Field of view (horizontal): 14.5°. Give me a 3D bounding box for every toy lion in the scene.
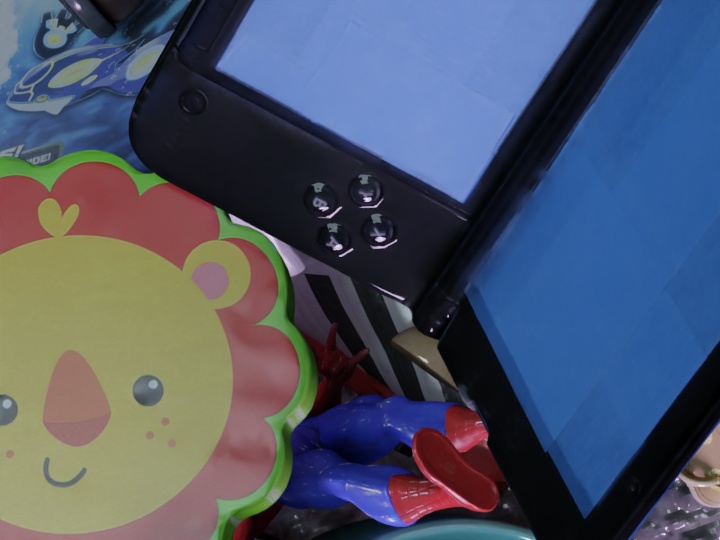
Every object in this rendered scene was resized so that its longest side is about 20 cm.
[{"bbox_3d":[-0.108,0.064,0.863,0.200,0.069,0.192,-14,80,1],"label":"toy lion"}]

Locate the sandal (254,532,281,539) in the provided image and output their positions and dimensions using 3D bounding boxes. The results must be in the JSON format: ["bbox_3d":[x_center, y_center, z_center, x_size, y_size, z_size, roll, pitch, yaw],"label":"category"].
[{"bbox_3d":[-0.027,0.187,1.025,0.075,0.045,0.200,-18,87,21],"label":"sandal"}]

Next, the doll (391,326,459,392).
[{"bbox_3d":[0.102,-0.031,0.947,0.136,0.048,0.200,37,86,-2],"label":"doll"}]

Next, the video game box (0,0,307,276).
[{"bbox_3d":[-0.109,-0.054,0.987,0.200,0.047,0.182,-16,43,20],"label":"video game box"}]

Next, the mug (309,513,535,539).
[{"bbox_3d":[0.029,0.170,0.957,0.152,0.114,0.185,-43,99,-15],"label":"mug"}]

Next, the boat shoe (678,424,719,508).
[{"bbox_3d":[0.128,0.047,0.903,0.200,0.074,0.066,33,93,-17],"label":"boat shoe"}]

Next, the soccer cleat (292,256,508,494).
[{"bbox_3d":[0.000,0.000,0.998,0.200,0.069,0.085,37,96,11],"label":"soccer cleat"}]

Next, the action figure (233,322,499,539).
[{"bbox_3d":[-0.015,0.061,0.936,0.052,0.065,0.200,44,149,-16],"label":"action figure"}]

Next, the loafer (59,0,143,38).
[{"bbox_3d":[-0.109,-0.162,0.991,0.063,0.072,0.200,-34,47,4],"label":"loafer"}]

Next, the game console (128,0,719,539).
[{"bbox_3d":[0.040,-0.046,0.772,0.171,0.118,0.200,28,121,-9],"label":"game console"}]
